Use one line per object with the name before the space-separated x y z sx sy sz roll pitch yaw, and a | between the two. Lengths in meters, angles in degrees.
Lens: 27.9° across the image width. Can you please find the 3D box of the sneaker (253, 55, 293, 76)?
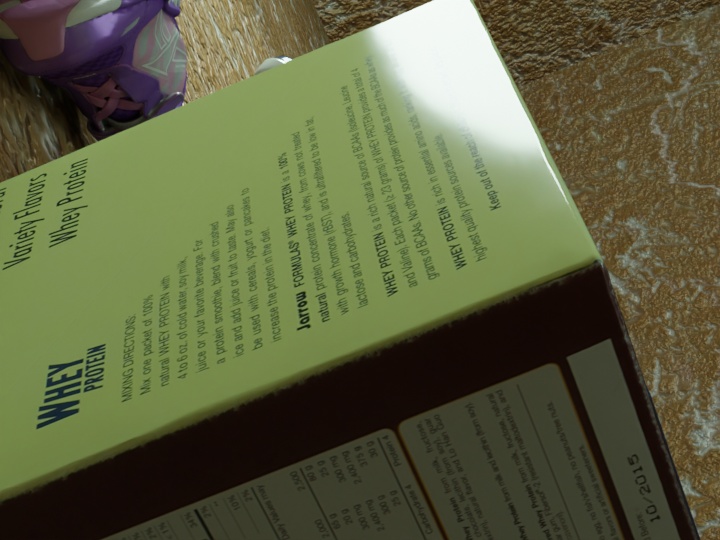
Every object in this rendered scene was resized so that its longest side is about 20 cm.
sneaker | 0.015 -0.076 0.910 0.200 0.085 0.075 47 -18 -31

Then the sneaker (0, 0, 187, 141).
sneaker | -0.121 -0.103 0.707 0.200 0.079 0.090 -80 160 -79

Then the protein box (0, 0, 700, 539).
protein box | -0.020 0.038 0.466 0.199 0.198 0.136 -103 170 -60
